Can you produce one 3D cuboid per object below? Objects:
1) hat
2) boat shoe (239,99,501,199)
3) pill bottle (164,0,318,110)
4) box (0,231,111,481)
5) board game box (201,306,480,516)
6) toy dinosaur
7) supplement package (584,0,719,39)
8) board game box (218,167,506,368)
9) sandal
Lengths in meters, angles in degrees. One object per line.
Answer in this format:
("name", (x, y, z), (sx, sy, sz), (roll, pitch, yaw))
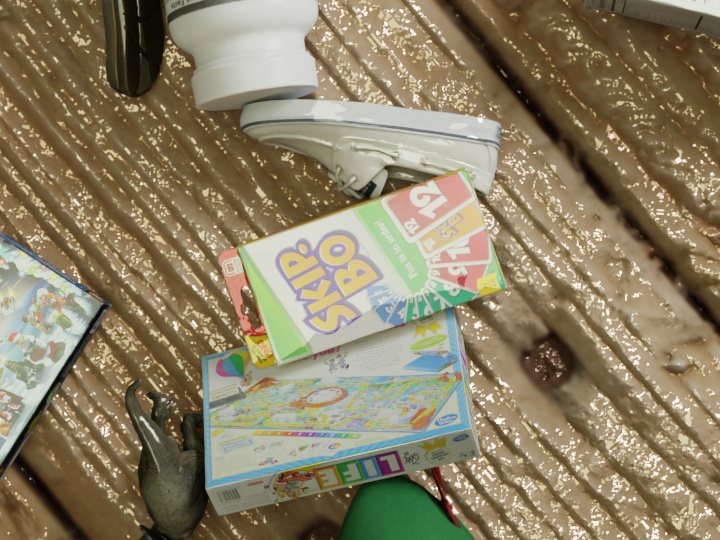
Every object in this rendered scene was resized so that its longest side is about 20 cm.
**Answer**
("hat", (0.024, 0.159, 1.614), (0.165, 0.200, 0.177), (-13, 102, -13))
("boat shoe", (0.006, -0.088, 1.690), (0.199, 0.071, 0.070), (6, 85, -2))
("pill bottle", (-0.094, -0.228, 1.678), (0.116, 0.116, 0.201), (-10, 87, 4))
("box", (-0.303, 0.073, 1.718), (0.137, 0.040, 0.200), (32, 90, 6))
("board game box", (-0.017, 0.100, 1.651), (0.199, 0.034, 0.135), (-13, 44, 7))
("toy dinosaur", (-0.138, 0.156, 1.656), (0.077, 0.200, 0.102), (1, 49, -6))
("supplement package", (0.275, -0.232, 1.650), (0.199, 0.114, 0.110), (15, 90, 4))
("board game box", (0.000, 0.000, 1.658), (0.200, 0.030, 0.096), (-19, 93, 3))
("sandal", (-0.185, -0.235, 1.716), (0.054, 0.082, 0.201), (4, 95, 26))
